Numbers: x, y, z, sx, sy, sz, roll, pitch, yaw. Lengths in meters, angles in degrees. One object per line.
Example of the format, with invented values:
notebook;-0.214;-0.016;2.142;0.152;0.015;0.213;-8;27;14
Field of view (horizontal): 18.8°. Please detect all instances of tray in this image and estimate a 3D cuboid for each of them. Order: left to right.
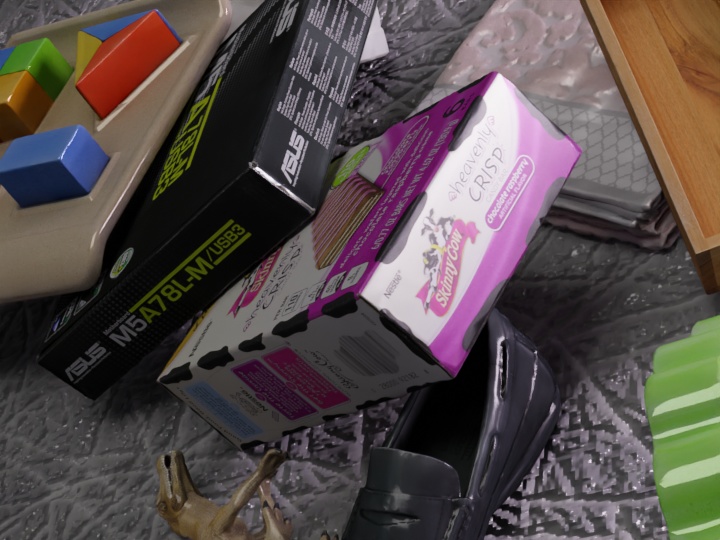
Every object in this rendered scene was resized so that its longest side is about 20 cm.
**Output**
tray;0.174;-0.088;1.022;0.098;0.037;0.201;-20;49;4

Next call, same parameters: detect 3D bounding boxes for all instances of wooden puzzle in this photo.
wooden puzzle;-0.178;-0.073;1.188;0.184;0.046;0.201;-8;47;39

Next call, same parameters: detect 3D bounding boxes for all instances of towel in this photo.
towel;0.126;-0.103;1.120;0.199;0.032;0.191;15;58;44

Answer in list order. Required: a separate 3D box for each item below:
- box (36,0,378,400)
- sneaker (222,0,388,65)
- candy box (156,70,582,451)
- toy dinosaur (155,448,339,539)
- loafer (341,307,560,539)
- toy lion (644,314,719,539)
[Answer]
box;-0.077;-0.054;1.134;0.193;0.047;0.201;-41;22;39
sneaker;-0.084;-0.142;1.262;0.199;0.085;0.073;-12;9;18
candy box;0.000;0.000;1.013;0.200;0.061;0.137;-26;28;56
toy dinosaur;-0.059;0.146;0.980;0.101;0.058;0.201;-38;26;20
loafer;0.023;0.103;0.936;0.068;0.071;0.201;3;51;39
toy lion;0.144;0.088;0.761;0.068;0.192;0.201;-18;39;19
